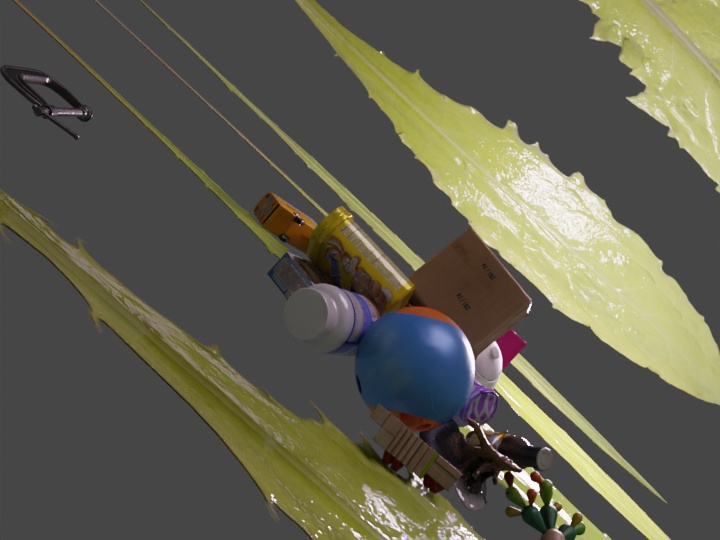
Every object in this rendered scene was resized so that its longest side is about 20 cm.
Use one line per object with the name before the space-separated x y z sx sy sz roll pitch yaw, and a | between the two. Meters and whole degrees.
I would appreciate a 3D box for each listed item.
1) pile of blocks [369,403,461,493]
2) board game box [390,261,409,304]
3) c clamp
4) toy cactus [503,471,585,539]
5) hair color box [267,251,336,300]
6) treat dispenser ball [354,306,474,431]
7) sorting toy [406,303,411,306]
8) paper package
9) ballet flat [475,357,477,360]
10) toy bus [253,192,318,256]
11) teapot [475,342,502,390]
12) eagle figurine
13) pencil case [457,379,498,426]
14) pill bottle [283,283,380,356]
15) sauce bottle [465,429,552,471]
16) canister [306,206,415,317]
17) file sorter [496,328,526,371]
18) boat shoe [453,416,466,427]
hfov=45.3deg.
pile of blocks | 0.068 0.276 1.301 0.200 0.062 0.082 44 -10 -27
board game box | 0.054 0.053 1.889 0.034 0.128 0.200 -3 36 -40
c clamp | -0.486 -0.265 1.370 0.170 0.027 0.200 38 12 -6
toy cactus | 0.334 0.463 1.566 0.200 0.102 0.166 42 28 -27
hair color box | -0.084 0.037 1.637 0.100 0.061 0.199 49 11 24
treat dispenser ball | 0.089 0.161 1.419 0.200 0.201 0.201 42 10 -9
sorting toy | 0.026 0.029 1.746 0.202 0.069 0.199 58 8 19
paper package | 0.214 0.055 1.723 0.201 0.190 0.104 50 -12 18
ballet flat | 0.188 0.107 1.797 0.073 0.072 0.203 23 41 -64
toy bus | -0.145 -0.094 1.922 0.199 0.065 0.078 32 14 -50
teapot | 0.240 0.191 1.868 0.196 0.145 0.203 -12 79 -50
eagle figurine | 0.193 0.324 1.484 0.200 0.148 0.155 152 -68 -67
pencil case | 0.178 0.209 1.631 0.083 0.087 0.200 4 25 -35
pill bottle | -0.050 0.083 1.442 0.112 0.112 0.199 47 11 22
sauce bottle | 0.270 0.334 1.588 0.064 0.065 0.199 39 -19 -22
canister | 0.000 0.000 1.580 0.200 0.086 0.149 46 -23 12
file sorter | 0.263 0.184 2.043 0.139 0.200 0.126 41 7 -13
boat shoe | 0.188 0.226 1.736 0.071 0.071 0.202 37 28 -48
